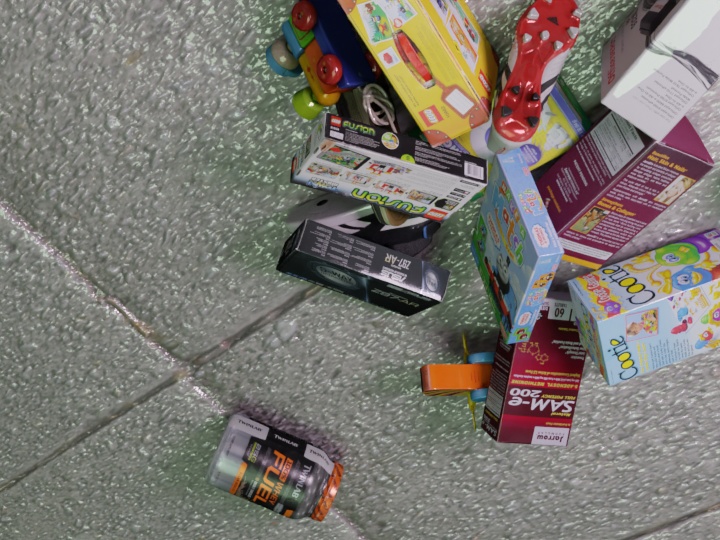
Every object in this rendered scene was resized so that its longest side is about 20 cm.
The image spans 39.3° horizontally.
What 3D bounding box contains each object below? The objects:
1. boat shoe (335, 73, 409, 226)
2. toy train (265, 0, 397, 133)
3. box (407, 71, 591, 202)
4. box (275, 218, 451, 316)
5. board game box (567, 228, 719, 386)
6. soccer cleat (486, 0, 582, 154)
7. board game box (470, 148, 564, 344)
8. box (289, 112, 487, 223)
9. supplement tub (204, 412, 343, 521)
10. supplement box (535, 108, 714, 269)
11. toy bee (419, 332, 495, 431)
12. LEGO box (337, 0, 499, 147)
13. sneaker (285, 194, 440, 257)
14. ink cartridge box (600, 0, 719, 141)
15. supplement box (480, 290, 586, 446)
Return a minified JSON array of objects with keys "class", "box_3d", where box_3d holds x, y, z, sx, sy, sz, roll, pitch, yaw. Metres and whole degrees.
[{"class":"boat shoe","box_3d":[0.014,-0.152,1.243,0.065,0.073,0.201,-5,99,40]},{"class":"toy train","box_3d":[-0.035,-0.211,1.174,0.116,0.084,0.201,-33,78,44]},{"class":"box","box_3d":[0.163,-0.166,1.224,0.200,0.048,0.117,-27,115,31]},{"class":"box","box_3d":[0.000,0.000,1.319,0.199,0.044,0.160,20,167,-11]},{"class":"board game box","box_3d":[0.375,0.044,1.249,0.199,0.103,0.105,-19,121,-1]},{"class":"soccer cleat","box_3d":[0.186,-0.218,1.111,0.068,0.201,0.085,23,161,-5]},{"class":"board game box","box_3d":[0.185,-0.025,1.221,0.036,0.152,0.200,-10,148,-11]},{"class":"box","box_3d":[0.031,-0.113,1.148,0.199,0.035,0.110,14,154,-20]},{"class":"supplement tub","box_3d":[-0.136,0.316,1.603,0.199,0.123,0.123,23,128,-4]},{"class":"supplement box","box_3d":[0.296,-0.101,1.189,0.110,0.086,0.200,13,135,-35]},{"class":"toy bee","box_3d":[0.173,0.164,1.424,0.199,0.131,0.109,19,160,-5]},{"class":"LEGO box","box_3d":[0.070,-0.262,1.110,0.077,0.149,0.200,-23,117,27]},{"class":"sneaker","box_3d":[0.007,-0.047,1.331,0.199,0.073,0.112,-13,120,20]},{"class":"ink cartridge box","box_3d":[0.343,-0.256,1.050,0.084,0.145,0.200,31,127,-9]},{"class":"supplement box","box_3d":[0.236,0.128,1.343,0.108,0.061,0.201,6,101,-16]}]
